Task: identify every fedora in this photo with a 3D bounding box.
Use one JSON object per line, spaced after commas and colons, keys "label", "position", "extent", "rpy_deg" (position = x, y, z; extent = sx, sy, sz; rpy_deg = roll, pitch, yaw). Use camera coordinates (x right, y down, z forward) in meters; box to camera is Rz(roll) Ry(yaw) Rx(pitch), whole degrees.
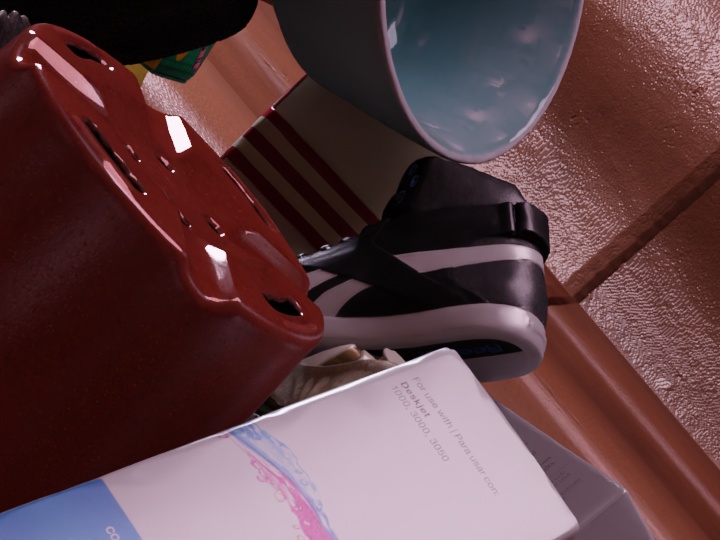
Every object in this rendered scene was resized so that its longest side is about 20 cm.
{"label": "fedora", "position": [-0.118, -0.159, 1.020], "extent": [0.201, 0.199, 0.092], "rpy_deg": [-118, -160, -51]}

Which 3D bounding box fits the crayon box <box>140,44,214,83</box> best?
{"label": "crayon box", "position": [-0.092, -0.216, 1.109], "extent": [0.119, 0.200, 0.058], "rpy_deg": [37, 10, 14]}

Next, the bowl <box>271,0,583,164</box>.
{"label": "bowl", "position": [0.025, -0.161, 1.075], "extent": [0.105, 0.202, 0.201], "rpy_deg": [10, -13, 33]}

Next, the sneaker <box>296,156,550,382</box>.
{"label": "sneaker", "position": [0.000, 0.000, 1.047], "extent": [0.073, 0.199, 0.112], "rpy_deg": [65, 29, -54]}

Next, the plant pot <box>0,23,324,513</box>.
{"label": "plant pot", "position": [-0.130, 0.032, 0.737], "extent": [0.201, 0.195, 0.201], "rpy_deg": [46, 11, -12]}

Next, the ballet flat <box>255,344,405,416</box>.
{"label": "ballet flat", "position": [-0.003, 0.065, 0.963], "extent": [0.067, 0.062, 0.200], "rpy_deg": [43, -7, -10]}

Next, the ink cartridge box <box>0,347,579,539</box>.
{"label": "ink cartridge box", "position": [-0.045, 0.120, 0.674], "extent": [0.199, 0.145, 0.085], "rpy_deg": [-20, 63, -41]}

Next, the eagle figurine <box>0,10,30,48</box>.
{"label": "eagle figurine", "position": [-0.195, -0.045, 0.962], "extent": [0.152, 0.151, 0.200], "rpy_deg": [55, -3, -20]}

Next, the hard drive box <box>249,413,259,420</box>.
{"label": "hard drive box", "position": [-0.007, 0.159, 0.970], "extent": [0.200, 0.077, 0.156], "rpy_deg": [45, -6, -9]}

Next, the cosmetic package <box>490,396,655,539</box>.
{"label": "cosmetic package", "position": [0.070, 0.124, 1.002], "extent": [0.102, 0.071, 0.200], "rpy_deg": [59, -12, -27]}

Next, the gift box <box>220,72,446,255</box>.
{"label": "gift box", "position": [-0.022, 0.009, 1.190], "extent": [0.187, 0.185, 0.200], "rpy_deg": [45, -21, -4]}

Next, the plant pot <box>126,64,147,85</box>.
{"label": "plant pot", "position": [-0.201, -0.173, 1.321], "extent": [0.200, 0.142, 0.200], "rpy_deg": [46, 12, -12]}
